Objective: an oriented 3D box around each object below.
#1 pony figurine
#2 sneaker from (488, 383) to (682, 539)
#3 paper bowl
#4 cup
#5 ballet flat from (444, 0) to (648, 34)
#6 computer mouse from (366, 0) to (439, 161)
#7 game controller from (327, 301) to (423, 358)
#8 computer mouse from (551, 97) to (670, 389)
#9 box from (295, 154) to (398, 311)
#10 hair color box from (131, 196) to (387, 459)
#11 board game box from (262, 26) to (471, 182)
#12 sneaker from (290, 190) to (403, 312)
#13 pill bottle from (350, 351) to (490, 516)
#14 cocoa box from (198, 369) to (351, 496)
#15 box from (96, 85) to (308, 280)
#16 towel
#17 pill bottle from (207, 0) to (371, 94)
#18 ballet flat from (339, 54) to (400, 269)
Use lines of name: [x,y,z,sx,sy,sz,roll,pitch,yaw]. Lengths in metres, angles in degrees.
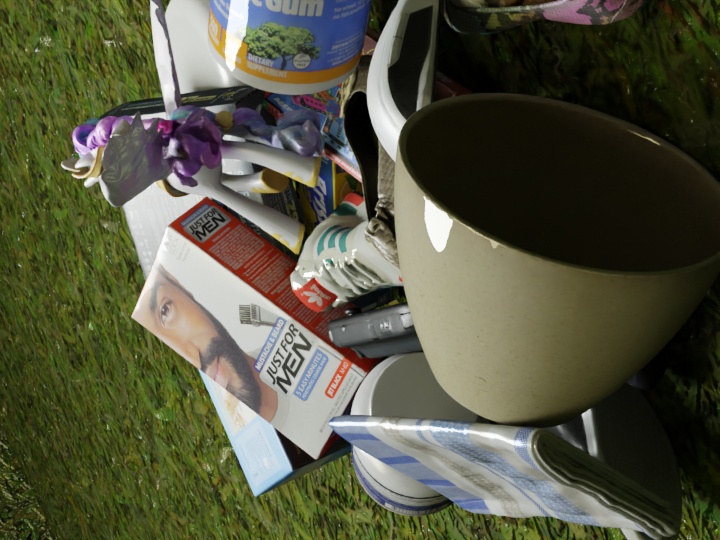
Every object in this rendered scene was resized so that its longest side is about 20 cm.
pony figurine: [-0.127,-0.096,1.027,0.194,0.197,0.168,109,173,-61]
sneaker: [0.149,0.116,0.970,0.099,0.070,0.202,-46,60,45]
paper bowl: [-0.102,-0.186,1.219,0.201,0.103,0.203,44,146,40]
cup: [0.105,0.006,0.818,0.200,0.198,0.145,44,133,41]
ballet flat: [0.096,-0.186,0.862,0.199,0.070,0.070,16,89,58]
computer mouse: [0.029,-0.154,0.897,0.110,0.043,0.203,86,-172,-64]
game controller: [0.049,0.034,0.991,0.200,0.103,0.043,163,93,-70]
computer mouse: [0.164,-0.020,0.916,0.059,0.034,0.203,144,109,-80]
box: [-0.011,-0.059,1.172,0.064,0.069,0.202,40,142,42]
hair color box: [-0.081,0.047,1.134,0.199,0.064,0.112,36,129,10]
board game box: [-0.001,-0.128,1.038,0.200,0.019,0.104,39,123,39]
sneaker: [0.000,0.000,1.023,0.070,0.093,0.200,47,176,-17]
pill bottle: [0.046,0.126,1.089,0.112,0.110,0.200,61,172,15]
cocoa box: [-0.071,0.091,1.329,0.202,0.130,0.133,64,154,9]
box: [-0.127,-0.050,1.183,0.156,0.051,0.202,-2,114,34]
towel: [0.088,0.130,0.889,0.146,0.024,0.199,33,159,-34]
pill bottle: [-0.039,-0.228,0.915,0.112,0.111,0.202,49,144,35]
ballet flat: [0.010,-0.076,0.940,0.068,0.046,0.202,100,161,-46]
